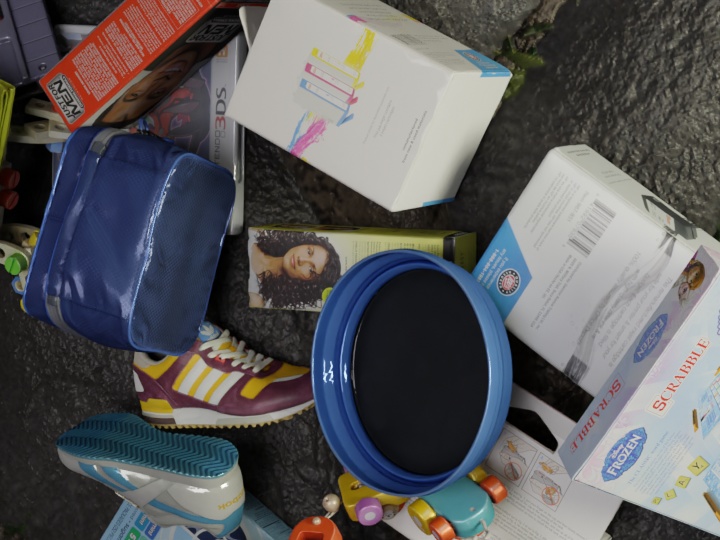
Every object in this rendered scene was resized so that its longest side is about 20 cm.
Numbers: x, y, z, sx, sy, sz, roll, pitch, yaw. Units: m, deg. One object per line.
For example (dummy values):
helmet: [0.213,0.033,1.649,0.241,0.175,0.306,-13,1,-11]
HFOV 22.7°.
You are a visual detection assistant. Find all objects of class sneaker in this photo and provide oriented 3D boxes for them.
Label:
sneaker: [-0.120,0.089,1.599,0.199,0.075,0.090,-7,99,26]
sneaker: [-0.192,0.184,1.597,0.200,0.076,0.081,13,125,33]

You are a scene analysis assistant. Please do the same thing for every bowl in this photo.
bowl: [0.042,0.083,1.454,0.200,0.039,0.201,-1,89,45]

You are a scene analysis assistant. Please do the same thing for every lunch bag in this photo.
lunch bag: [-0.205,-0.034,1.557,0.132,0.136,0.201,13,85,23]

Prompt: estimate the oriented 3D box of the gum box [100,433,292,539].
gum box: [-0.143,0.279,1.650,0.200,0.045,0.170,38,110,18]

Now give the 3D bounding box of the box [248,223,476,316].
box: [0.000,0.000,1.544,0.199,0.050,0.076,2,98,25]

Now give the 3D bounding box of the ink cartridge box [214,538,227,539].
ink cartridge box: [-0.038,0.303,1.508,0.199,0.145,0.084,8,106,1]

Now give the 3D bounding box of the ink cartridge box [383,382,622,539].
ink cartridge box: [0.122,0.178,1.508,0.200,0.045,0.177,33,111,19]

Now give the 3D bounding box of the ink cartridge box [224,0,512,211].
ink cartridge box: [-0.004,-0.153,1.484,0.200,0.128,0.126,31,109,21]

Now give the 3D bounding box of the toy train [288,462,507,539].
toy train: [0.027,0.221,1.474,0.199,0.150,0.056,-4,132,23]

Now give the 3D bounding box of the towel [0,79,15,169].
towel: [-0.362,-0.089,1.599,0.086,0.018,0.200,25,117,16]

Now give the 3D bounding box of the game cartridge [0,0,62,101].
game cartridge: [-0.378,-0.197,1.642,0.199,0.038,0.130,-19,66,-3]

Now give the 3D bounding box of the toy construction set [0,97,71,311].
toy construction set: [-0.318,-0.072,1.639,0.131,0.092,0.201,23,106,18]

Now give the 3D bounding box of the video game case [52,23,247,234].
video game case: [-0.196,-0.131,1.639,0.199,0.023,0.183,6,99,26]

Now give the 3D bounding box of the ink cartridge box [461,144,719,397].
ink cartridge box: [0.205,0.015,1.426,0.200,0.084,0.145,38,111,17]

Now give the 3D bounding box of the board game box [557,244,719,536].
board game box: [0.284,0.103,1.354,0.199,0.041,0.200,23,111,-25]

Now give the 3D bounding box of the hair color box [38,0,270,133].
hair color box: [-0.173,-0.202,1.552,0.200,0.101,0.061,-37,80,25]
